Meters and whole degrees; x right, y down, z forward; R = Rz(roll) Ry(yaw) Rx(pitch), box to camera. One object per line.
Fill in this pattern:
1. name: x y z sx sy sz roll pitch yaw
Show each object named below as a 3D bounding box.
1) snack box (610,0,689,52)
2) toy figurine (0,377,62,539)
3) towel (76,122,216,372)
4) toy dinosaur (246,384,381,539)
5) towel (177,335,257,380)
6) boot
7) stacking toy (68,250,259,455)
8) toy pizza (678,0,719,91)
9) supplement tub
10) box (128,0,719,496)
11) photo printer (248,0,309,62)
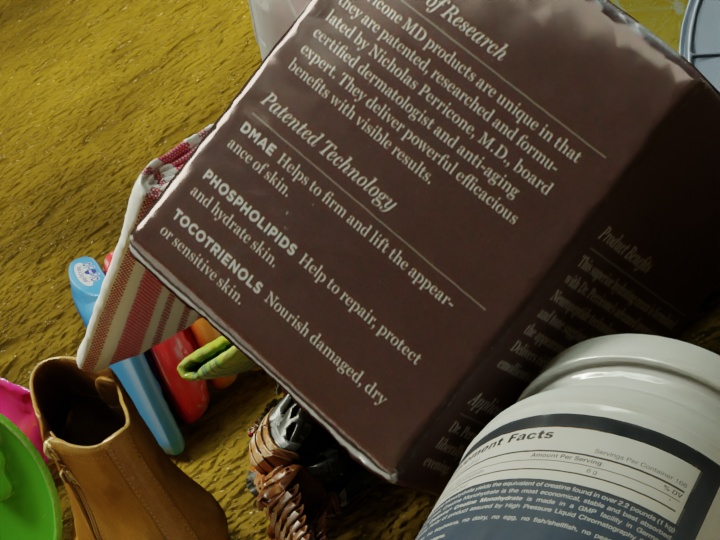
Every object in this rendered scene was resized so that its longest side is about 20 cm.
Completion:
1. snack box: 0.120 -0.081 1.101 0.142 0.200 0.053 -35 -17 -7
2. toy figurine: -0.235 0.089 1.214 0.150 0.201 0.184 -8 13 2
3. towel: -0.046 -0.037 1.006 0.200 0.030 0.147 -31 -21 -35
4. toy dinosaur: -0.007 0.084 1.074 0.136 0.102 0.200 -38 38 23
5. towel: 0.000 0.000 1.143 0.144 0.023 0.200 -41 -10 31
6. boot: -0.123 0.100 1.075 0.071 0.144 0.201 -37 24 -17
7. stacking toy: -0.059 0.010 1.252 0.199 0.110 0.116 -25 21 -8
8. toy pizza: 0.256 -0.104 1.055 0.199 0.032 0.201 -4 67 10
9. supplement tub: 0.079 0.132 0.773 0.140 0.141 0.200 -11 29 38
10. box: 0.047 -0.024 0.914 0.164 0.166 0.200 40 95 27
11. photo printer: 0.016 -0.170 1.136 0.166 0.070 0.200 -35 -11 -8
